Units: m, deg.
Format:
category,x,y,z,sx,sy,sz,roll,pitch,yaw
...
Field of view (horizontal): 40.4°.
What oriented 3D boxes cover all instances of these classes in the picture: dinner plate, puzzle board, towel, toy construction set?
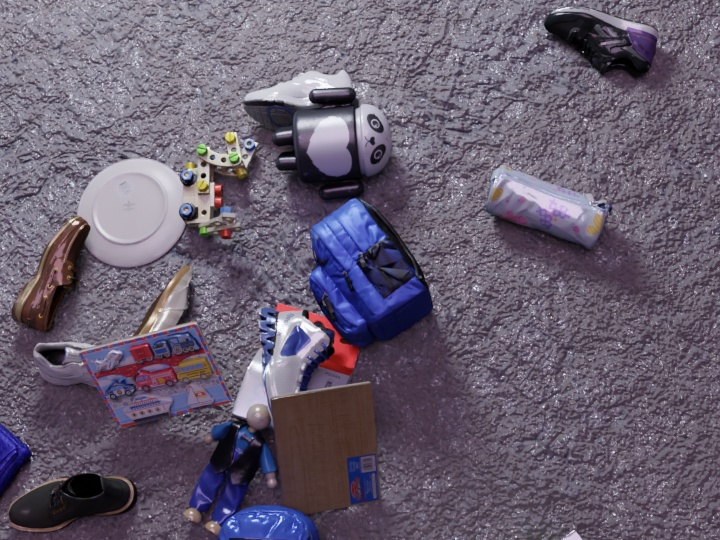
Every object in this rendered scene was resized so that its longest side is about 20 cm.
category,x,y,z,sx,sy,sz,roll,pitch,yaw
dinner plate,-0.393,-0.104,1.679,0.197,0.024,0.203,-2,69,4
puzzle board,-0.313,0.165,1.499,0.197,0.152,0.017,-14,28,13
towel,-0.630,0.322,1.533,0.147,0.050,0.201,34,76,14
toy construction set,-0.239,-0.133,1.646,0.129,0.093,0.203,-3,59,3
puzzle board,-0.050,0.265,1.450,0.148,0.017,0.203,-8,111,-8

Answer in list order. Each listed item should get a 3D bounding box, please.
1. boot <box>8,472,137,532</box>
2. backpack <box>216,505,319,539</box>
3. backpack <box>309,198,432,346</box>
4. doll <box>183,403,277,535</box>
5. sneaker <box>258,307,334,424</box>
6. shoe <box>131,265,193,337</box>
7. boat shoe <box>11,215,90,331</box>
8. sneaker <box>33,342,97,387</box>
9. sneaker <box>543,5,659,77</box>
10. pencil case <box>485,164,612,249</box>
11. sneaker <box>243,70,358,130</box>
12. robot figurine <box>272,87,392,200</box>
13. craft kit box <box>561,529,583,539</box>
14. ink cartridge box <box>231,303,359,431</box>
category,x,y,z,sx,sy,sz,roll,pitch,yaw
boot,-0.451,0.337,1.465,0.197,0.139,0.079,-15,70,0
backpack,-0.128,0.437,1.385,0.160,0.168,0.203,3,77,-1
backpack,0.000,0.000,1.525,0.166,0.163,0.201,-31,72,-7
doll,-0.187,0.296,1.485,0.135,0.048,0.202,26,89,13
sneaker,-0.091,0.141,1.491,0.113,0.081,0.202,-9,65,2
shoe,-0.316,0.077,1.575,0.053,0.070,0.201,36,53,-13
boat shoe,-0.499,0.007,1.626,0.067,0.072,0.202,26,81,8
sneaker,-0.427,0.151,1.557,0.196,0.087,0.076,0,68,4
sneaker,0.409,-0.392,1.688,0.197,0.076,0.089,15,78,10
pencil case,0.302,-0.104,1.584,0.197,0.091,0.084,20,73,12
sneaker,-0.104,-0.300,1.700,0.196,0.075,0.088,-4,57,-3
robot figurine,-0.045,-0.211,1.631,0.197,0.151,0.126,-5,53,3
craft kit box,0.223,0.443,1.338,0.196,0.200,0.049,-35,70,-8
ink cartridge box,-0.095,0.160,1.546,0.158,0.047,0.203,16,75,10
